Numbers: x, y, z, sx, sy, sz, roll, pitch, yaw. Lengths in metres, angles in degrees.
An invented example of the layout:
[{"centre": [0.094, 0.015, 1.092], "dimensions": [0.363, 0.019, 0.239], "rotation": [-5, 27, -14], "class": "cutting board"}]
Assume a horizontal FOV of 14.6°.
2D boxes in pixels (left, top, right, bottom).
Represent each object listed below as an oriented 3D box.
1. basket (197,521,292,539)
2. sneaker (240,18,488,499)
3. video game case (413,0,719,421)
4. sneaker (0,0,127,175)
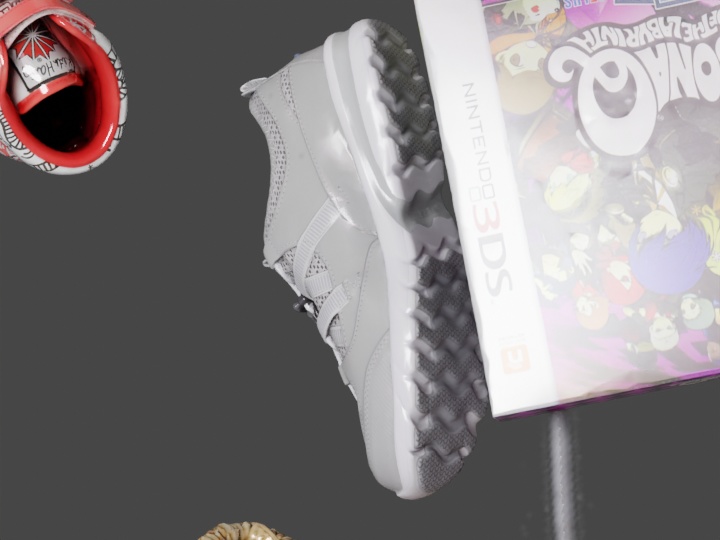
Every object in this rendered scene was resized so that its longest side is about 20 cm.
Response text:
[{"centre": [-0.017, 0.203, 1.123], "dimensions": [0.200, 0.143, 0.149], "rotation": [28, 93, 14], "class": "basket"}, {"centre": [0.000, 0.000, 1.181], "dimensions": [0.082, 0.075, 0.201], "rotation": [-16, 76, 27], "class": "sneaker"}, {"centre": [0.134, -0.045, 1.151], "dimensions": [0.199, 0.036, 0.182], "rotation": [-11, 83, 8], "class": "video game case"}, {"centre": [-0.156, -0.132, 1.159], "dimensions": [0.067, 0.108, 0.202], "rotation": [-28, 115, -15], "class": "sneaker"}]
